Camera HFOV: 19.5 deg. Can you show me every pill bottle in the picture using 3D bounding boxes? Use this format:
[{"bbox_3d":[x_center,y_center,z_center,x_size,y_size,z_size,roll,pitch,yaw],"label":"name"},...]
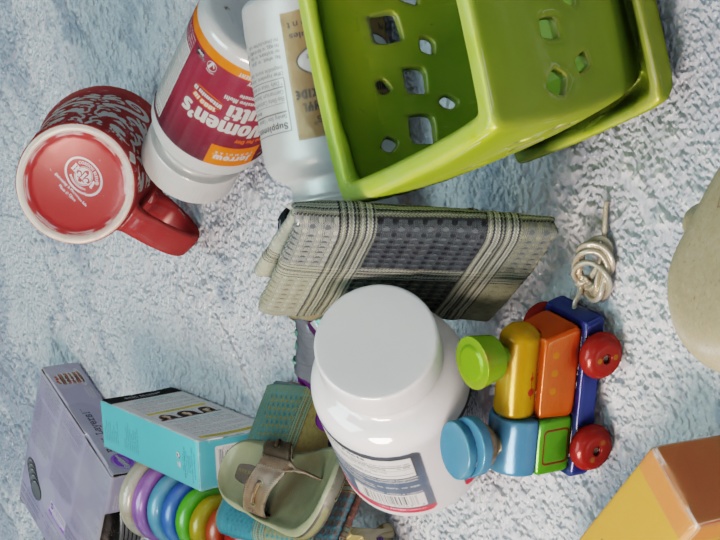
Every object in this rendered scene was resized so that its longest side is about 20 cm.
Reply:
[{"bbox_3d":[-0.025,-0.122,1.672,0.114,0.114,0.202,-11,87,58],"label":"pill bottle"},{"bbox_3d":[0.027,0.093,1.553,0.200,0.119,0.120,72,172,-62],"label":"pill bottle"},{"bbox_3d":[-0.118,-0.153,1.816,0.110,0.109,0.200,64,144,27],"label":"pill bottle"}]

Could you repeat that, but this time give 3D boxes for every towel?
[{"bbox_3d":[0.027,-0.008,1.506,0.200,0.191,0.035,120,149,-67],"label":"towel"},{"bbox_3d":[-0.047,0.167,1.795,0.199,0.022,0.148,-1,64,57],"label":"towel"}]

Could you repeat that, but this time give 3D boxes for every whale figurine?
[{"bbox_3d":[0.264,-0.028,1.272,0.159,0.103,0.201,-8,66,59],"label":"whale figurine"}]

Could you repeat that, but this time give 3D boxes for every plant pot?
[{"bbox_3d":[0.088,-0.168,1.418,0.199,0.180,0.202,-23,78,58],"label":"plant pot"}]

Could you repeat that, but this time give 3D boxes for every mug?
[{"bbox_3d":[-0.228,-0.090,1.934,0.200,0.176,0.134,-86,9,-80],"label":"mug"}]

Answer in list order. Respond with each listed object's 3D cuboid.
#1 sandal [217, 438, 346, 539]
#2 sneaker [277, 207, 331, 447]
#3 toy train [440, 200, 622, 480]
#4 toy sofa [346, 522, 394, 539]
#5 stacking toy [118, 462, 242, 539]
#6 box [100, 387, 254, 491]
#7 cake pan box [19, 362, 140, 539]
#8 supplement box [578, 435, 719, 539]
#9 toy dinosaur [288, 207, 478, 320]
[{"bbox_3d":[-0.075,0.175,1.749,0.200,0.057,0.080,-2,62,56],"label":"sandal"},{"bbox_3d":[-0.041,0.045,1.753,0.088,0.074,0.201,-44,56,38],"label":"sneaker"},{"bbox_3d":[0.117,0.051,1.480,0.085,0.115,0.202,29,120,51],"label":"toy train"},{"bbox_3d":[0.025,0.315,1.734,0.083,0.097,0.201,-38,62,28],"label":"toy sofa"},{"bbox_3d":[-0.144,0.238,1.981,0.199,0.085,0.086,18,112,49],"label":"stacking toy"},{"bbox_3d":[-0.166,0.158,1.987,0.200,0.082,0.050,14,109,57],"label":"box"},{"bbox_3d":[-0.297,0.229,2.242,0.200,0.052,0.185,48,136,43],"label":"cake pan box"},{"bbox_3d":[0.194,0.197,1.439,0.067,0.068,0.200,63,142,29],"label":"supplement box"},{"bbox_3d":[0.000,0.000,1.626,0.199,0.088,0.048,-24,60,30],"label":"toy dinosaur"}]
